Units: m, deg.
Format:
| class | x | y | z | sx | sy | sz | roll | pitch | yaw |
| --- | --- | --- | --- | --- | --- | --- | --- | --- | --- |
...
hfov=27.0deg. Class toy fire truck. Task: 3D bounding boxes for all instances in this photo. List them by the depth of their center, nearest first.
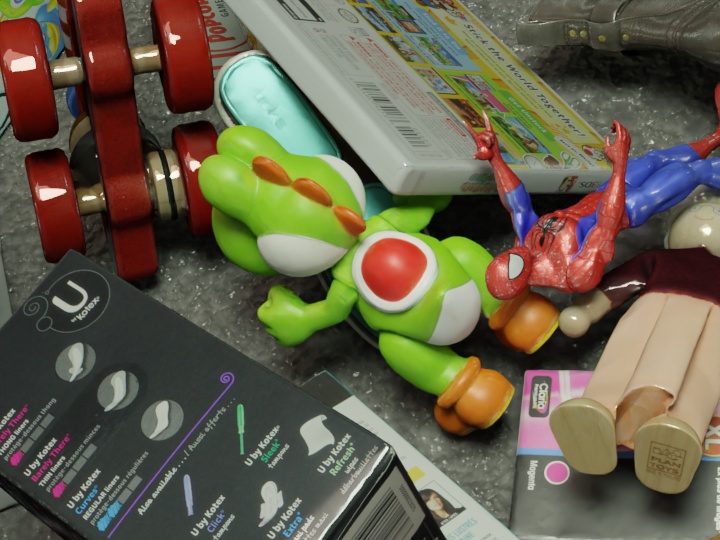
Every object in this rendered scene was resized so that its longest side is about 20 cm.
| class | x | y | z | sx | sy | sz | roll | pitch | yaw |
| --- | --- | --- | --- | --- | --- | --- | --- | --- | --- |
| toy fire truck | -0.150 | -0.105 | 0.882 | 0.112 | 0.201 | 0.168 | -12 | 37 | -10 |

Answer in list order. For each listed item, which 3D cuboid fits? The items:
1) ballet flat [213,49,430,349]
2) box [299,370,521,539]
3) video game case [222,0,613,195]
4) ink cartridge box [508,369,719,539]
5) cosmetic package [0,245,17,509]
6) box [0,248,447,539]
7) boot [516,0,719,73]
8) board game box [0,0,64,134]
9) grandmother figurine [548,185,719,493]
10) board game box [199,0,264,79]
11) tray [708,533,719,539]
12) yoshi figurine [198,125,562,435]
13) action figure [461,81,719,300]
| class | x | y | z | sx | sy | sz | roll | pitch | yaw |
| --- | --- | --- | --- | --- | --- | --- | --- | --- | --- |
| ballet flat | -0.014 | -0.039 | 0.864 | 0.069 | 0.069 | 0.200 | -34 | 84 | -7 |
| box | 0.015 | 0.139 | 0.744 | 0.082 | 0.049 | 0.200 | -28 | 51 | -32 |
| video game case | 0.035 | -0.111 | 0.860 | 0.182 | 0.023 | 0.200 | -3 | 41 | -41 |
| ink cartridge box | 0.177 | 0.100 | 0.748 | 0.199 | 0.037 | 0.095 | 1 | 59 | 15 |
| cosmetic package | -0.309 | 0.054 | 0.866 | 0.199 | 0.123 | 0.200 | -22 | 53 | 2 |
| box | -0.075 | 0.097 | 0.676 | 0.200 | 0.122 | 0.106 | 29 | 70 | 29 |
| boot | 0.211 | -0.167 | 0.881 | 0.200 | 0.069 | 0.174 | -27 | 30 | -34 |
| board game box | -0.276 | -0.165 | 1.007 | 0.105 | 0.103 | 0.200 | 19 | 65 | 26 |
| grandmother figurine | 0.164 | 0.023 | 0.754 | 0.121 | 0.061 | 0.200 | 18 | 43 | 12 |
| board game box | -0.092 | -0.242 | 0.973 | 0.046 | 0.152 | 0.201 | -4 | 57 | 13 |
| tray | 0.271 | 0.120 | 0.681 | 0.199 | 0.037 | 0.099 | -28 | 86 | -2 |
| yoshi figurine | -0.001 | -0.003 | 0.795 | 0.200 | 0.112 | 0.113 | 36 | 36 | -9 |
| action figure | 0.132 | -0.060 | 0.767 | 0.200 | 0.099 | 0.065 | -35 | 29 | -24 |
